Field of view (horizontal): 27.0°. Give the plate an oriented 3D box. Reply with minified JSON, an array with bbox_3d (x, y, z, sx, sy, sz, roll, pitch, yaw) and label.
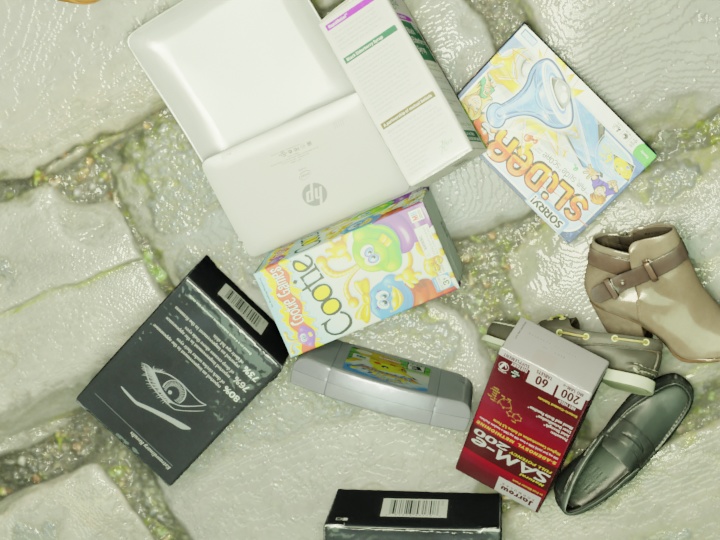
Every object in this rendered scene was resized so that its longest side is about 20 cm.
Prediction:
[{"bbox_3d":[-0.121,-0.220,1.622,0.198,0.032,0.201,-31,98,12],"label":"plate"}]

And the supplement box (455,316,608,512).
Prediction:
[{"bbox_3d":[0.181,0.158,1.610,0.108,0.061,0.201,27,134,13],"label":"supplement box"}]

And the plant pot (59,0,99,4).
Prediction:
[{"bbox_3d":[-0.336,-0.379,1.539,0.139,0.200,0.202,8,105,22],"label":"plant pot"}]

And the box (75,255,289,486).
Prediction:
[{"bbox_3d":[-0.193,0.111,1.670,0.148,0.104,0.200,44,104,-5],"label":"box"}]

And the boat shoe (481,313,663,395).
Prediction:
[{"bbox_3d":[0.230,0.082,1.624,0.199,0.072,0.061,15,81,25],"label":"boat shoe"}]

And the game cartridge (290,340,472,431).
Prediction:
[{"bbox_3d":[0.026,0.122,1.634,0.198,0.133,0.041,15,105,2],"label":"game cartridge"}]

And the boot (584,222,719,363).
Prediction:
[{"bbox_3d":[0.338,0.021,1.598,0.198,0.070,0.148,-5,116,18],"label":"boot"}]

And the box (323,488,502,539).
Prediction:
[{"bbox_3d":[0.061,0.361,1.694,0.194,0.117,0.202,1,102,6],"label":"box"}]

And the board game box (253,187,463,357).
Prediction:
[{"bbox_3d":[0.000,0.000,1.623,0.198,0.103,0.106,-23,100,11],"label":"board game box"}]

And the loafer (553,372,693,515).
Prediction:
[{"bbox_3d":[0.293,0.197,1.653,0.068,0.070,0.201,42,104,-5],"label":"loafer"}]

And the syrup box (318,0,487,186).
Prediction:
[{"bbox_3d":[0.044,-0.192,1.562,0.081,0.079,0.201,-30,84,16],"label":"syrup box"}]

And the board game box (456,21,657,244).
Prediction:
[{"bbox_3d":[0.199,-0.146,1.602,0.200,0.034,0.135,43,104,-4],"label":"board game box"}]

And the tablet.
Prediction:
[{"bbox_3d":[-0.059,-0.103,1.631,0.198,0.014,0.131,-22,117,9],"label":"tablet"}]
